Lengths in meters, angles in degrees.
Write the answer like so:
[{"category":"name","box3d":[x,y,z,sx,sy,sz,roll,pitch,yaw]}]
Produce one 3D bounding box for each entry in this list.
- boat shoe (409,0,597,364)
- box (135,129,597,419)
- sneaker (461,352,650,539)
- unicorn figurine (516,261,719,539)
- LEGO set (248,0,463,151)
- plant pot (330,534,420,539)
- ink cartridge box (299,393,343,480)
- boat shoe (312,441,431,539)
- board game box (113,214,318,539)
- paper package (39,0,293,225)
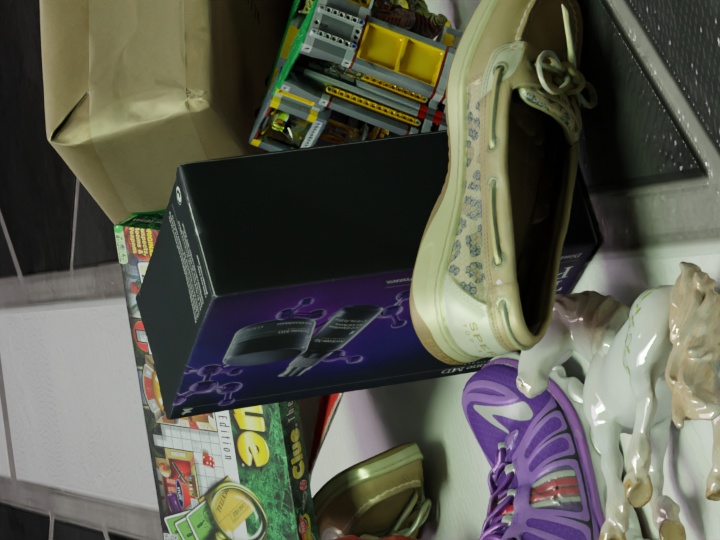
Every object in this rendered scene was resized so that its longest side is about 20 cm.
[{"category":"boat shoe","box3d":[0.079,-0.051,1.280,0.062,0.073,0.201,-6,65,43]},{"category":"box","box3d":[0.000,0.000,1.371,0.141,0.199,0.079,117,141,-61]},{"category":"sneaker","box3d":[0.087,0.120,1.343,0.081,0.083,0.200,100,155,-43]},{"category":"unicorn figurine","box3d":[0.123,0.055,1.251,0.200,0.074,0.138,-38,51,53]},{"category":"LEGO set","box3d":[0.023,-0.121,1.461,0.200,0.115,0.154,121,167,-57]},{"category":"plant pot","box3d":[0.000,0.264,1.526,0.201,0.200,0.196,-114,33,-41]},{"category":"ink cartridge box","box3d":[-0.034,0.044,1.622,0.177,0.044,0.201,105,176,-49]},{"category":"boat shoe","box3d":[0.005,0.165,1.636,0.063,0.073,0.201,60,153,20]},{"category":"board game box","box3d":[-0.080,0.070,1.534,0.104,0.023,0.201,4,110,34]},{"category":"paper package","box3d":[-0.107,-0.119,1.584,0.200,0.103,0.192,58,-155,-62]}]
